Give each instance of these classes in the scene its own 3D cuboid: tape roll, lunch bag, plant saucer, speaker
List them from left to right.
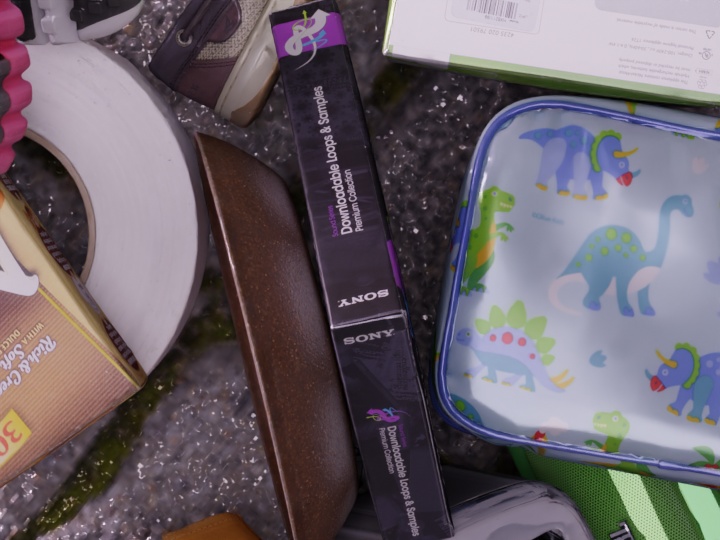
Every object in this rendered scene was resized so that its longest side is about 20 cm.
[{"bbox_3d":[-0.171,-0.017,1.278,0.202,0.071,0.203,0,93,0],"label":"tape roll"},{"bbox_3d":[-0.034,0.033,1.216,0.037,0.200,0.201,-14,93,-5],"label":"plant saucer"},{"bbox_3d":[0.130,0.113,1.275,0.088,0.088,0.200,-26,93,2],"label":"speaker"},{"bbox_3d":[0.136,0.010,1.192,0.200,0.082,0.161,10,86,0],"label":"lunch bag"}]

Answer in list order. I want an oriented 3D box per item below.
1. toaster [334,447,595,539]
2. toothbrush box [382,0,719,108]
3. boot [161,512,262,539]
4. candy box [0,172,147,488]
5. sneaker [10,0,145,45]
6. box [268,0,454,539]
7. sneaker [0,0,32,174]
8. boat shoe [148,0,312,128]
[{"bbox_3d":[0.054,0.167,1.244,0.113,0.129,0.200,-19,94,-21],"label":"toaster"},{"bbox_3d":[0.087,-0.121,1.203,0.145,0.200,0.086,9,95,0],"label":"toothbrush box"},{"bbox_3d":[-0.095,0.197,1.209,0.201,0.144,0.071,-34,137,-22],"label":"boot"},{"bbox_3d":[-0.197,0.001,1.217,0.115,0.055,0.200,-35,91,1],"label":"candy box"},{"bbox_3d":[-0.176,-0.156,1.237,0.200,0.081,0.075,16,124,23],"label":"sneaker"},{"bbox_3d":[0.000,0.000,1.190,0.036,0.200,0.143,-14,134,0],"label":"box"},{"bbox_3d":[-0.194,-0.113,1.163,0.095,0.079,0.200,5,94,24],"label":"sneaker"},{"bbox_3d":[-0.039,-0.167,1.268,0.065,0.072,0.200,21,99,-5],"label":"boat shoe"}]
